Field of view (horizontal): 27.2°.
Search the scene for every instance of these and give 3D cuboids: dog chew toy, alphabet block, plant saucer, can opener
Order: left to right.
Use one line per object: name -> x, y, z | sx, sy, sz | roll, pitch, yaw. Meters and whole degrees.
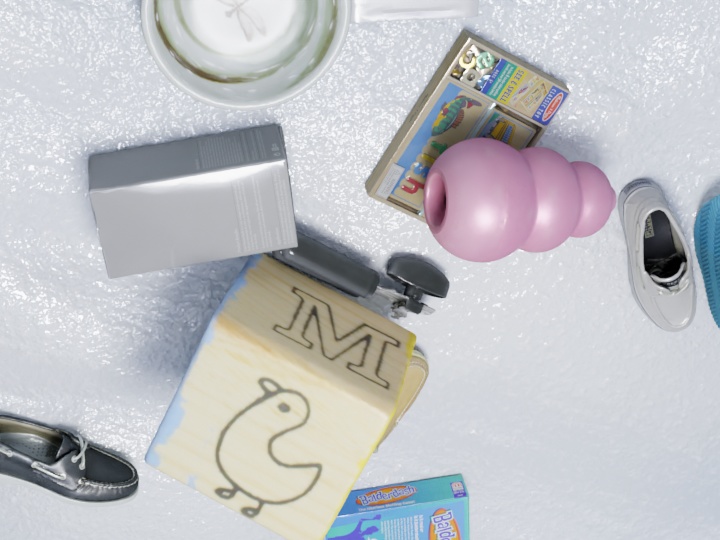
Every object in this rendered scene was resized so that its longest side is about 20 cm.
plant saucer -> -0.109, -0.252, 1.408 | 0.198, 0.050, 0.201 | -5, 122, -8
alphabet block -> -0.078, 0.130, 1.528 | 0.199, 0.197, 0.196 | 27, 115, -1
can opener -> 0.000, 0.000, 1.591 | 0.199, 0.053, 0.067 | 22, 80, -24
dog chew toy -> 0.167, -0.072, 1.507 | 0.198, 0.125, 0.125 | -2, 122, -21

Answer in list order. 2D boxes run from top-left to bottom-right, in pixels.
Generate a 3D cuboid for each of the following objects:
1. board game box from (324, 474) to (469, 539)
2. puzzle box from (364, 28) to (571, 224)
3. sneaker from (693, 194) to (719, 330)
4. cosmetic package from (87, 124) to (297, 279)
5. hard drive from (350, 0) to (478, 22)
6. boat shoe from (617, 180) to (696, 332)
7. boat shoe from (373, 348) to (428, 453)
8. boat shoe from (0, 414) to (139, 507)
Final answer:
board game box -> 0.033, 0.332, 1.794 | 0.198, 0.045, 0.153 | -7, 122, -6
puzzle box -> 0.110, -0.135, 1.537 | 0.132, 0.025, 0.201 | 23, 114, -23
sneaker -> 0.426, -0.010, 1.654 | 0.080, 0.077, 0.201 | -24, 129, -6
cosmetic package -> -0.167, -0.069, 1.489 | 0.198, 0.090, 0.107 | -7, 122, -4
hard drive -> 0.052, -0.335, 1.403 | 0.131, 0.025, 0.201 | -4, 122, -9
boat shoe -> 0.335, -0.004, 1.637 | 0.071, 0.066, 0.201 | -17, 122, 0
boat shoe -> 0.010, 0.176, 1.676 | 0.071, 0.076, 0.200 | 31, 111, -26
boat shoe -> -0.334, 0.206, 1.628 | 0.199, 0.076, 0.061 | 12, 124, -19
